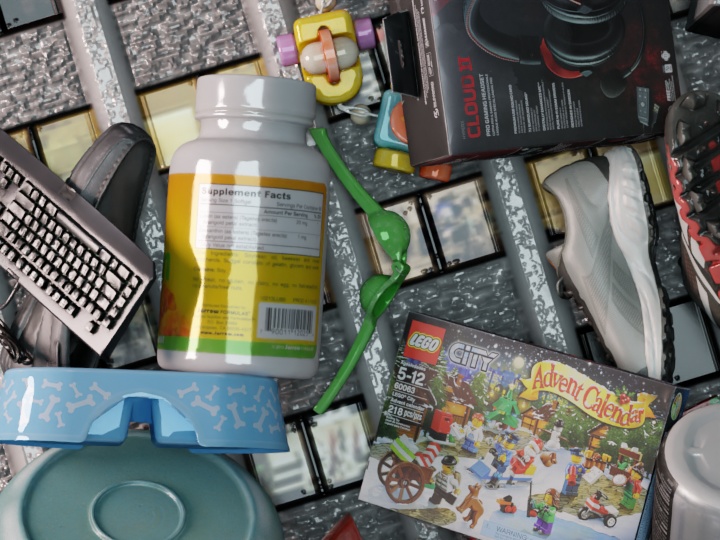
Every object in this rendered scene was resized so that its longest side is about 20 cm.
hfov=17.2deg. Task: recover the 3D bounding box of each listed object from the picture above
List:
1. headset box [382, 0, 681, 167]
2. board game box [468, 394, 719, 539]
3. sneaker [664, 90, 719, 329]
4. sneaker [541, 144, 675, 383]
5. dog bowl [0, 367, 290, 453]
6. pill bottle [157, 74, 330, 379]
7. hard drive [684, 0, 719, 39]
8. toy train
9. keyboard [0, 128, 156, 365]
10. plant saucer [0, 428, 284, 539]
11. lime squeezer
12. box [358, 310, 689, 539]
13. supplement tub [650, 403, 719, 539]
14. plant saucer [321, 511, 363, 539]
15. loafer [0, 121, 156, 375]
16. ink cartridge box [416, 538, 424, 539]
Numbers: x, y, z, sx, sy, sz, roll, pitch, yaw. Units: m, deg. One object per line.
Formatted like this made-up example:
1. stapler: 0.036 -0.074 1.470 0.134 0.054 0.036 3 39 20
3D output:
1. headset box: 0.108 -0.152 1.612 0.199 0.075 0.149 -6 88 -21
2. board game box: 0.180 0.176 1.662 0.200 0.019 0.103 -26 90 -1
3. sneaker: 0.247 -0.029 1.622 0.071 0.098 0.201 -27 104 -13
4. sneaker: 0.174 0.017 1.646 0.079 0.074 0.201 -11 83 9
5. dog bowl: -0.145 0.093 1.568 0.199 0.111 0.050 2 83 -7
6. pill bottle: -0.077 -0.029 1.620 0.111 0.111 0.201 4 88 0
7. hard drive: 0.264 -0.265 1.614 0.033 0.140 0.201 13 88 1
8. toy train: 0.028 -0.160 1.652 0.150 0.056 0.200 -39 89 -1
9. keyboard: -0.228 -0.003 1.612 0.200 0.021 0.127 39 104 33
10. plant saucer: -0.149 0.170 1.584 0.199 0.200 0.027 7 129 0
11. lime squeezer: 0.000 0.000 1.656 0.070 0.038 0.201 -1 89 0
12. box: 0.109 0.118 1.613 0.199 0.038 0.137 15 92 24
13. supplement tub: 0.252 0.197 1.575 0.122 0.123 0.200 -2 125 0
14. plant saucer: 0.008 0.268 1.570 0.037 0.200 0.200 -25 89 7
15. loafer: -0.181 -0.002 1.633 0.070 0.068 0.201 24 94 31
16. ink cartridge box: 0.098 0.223 1.544 0.145 0.200 0.048 21 89 1
